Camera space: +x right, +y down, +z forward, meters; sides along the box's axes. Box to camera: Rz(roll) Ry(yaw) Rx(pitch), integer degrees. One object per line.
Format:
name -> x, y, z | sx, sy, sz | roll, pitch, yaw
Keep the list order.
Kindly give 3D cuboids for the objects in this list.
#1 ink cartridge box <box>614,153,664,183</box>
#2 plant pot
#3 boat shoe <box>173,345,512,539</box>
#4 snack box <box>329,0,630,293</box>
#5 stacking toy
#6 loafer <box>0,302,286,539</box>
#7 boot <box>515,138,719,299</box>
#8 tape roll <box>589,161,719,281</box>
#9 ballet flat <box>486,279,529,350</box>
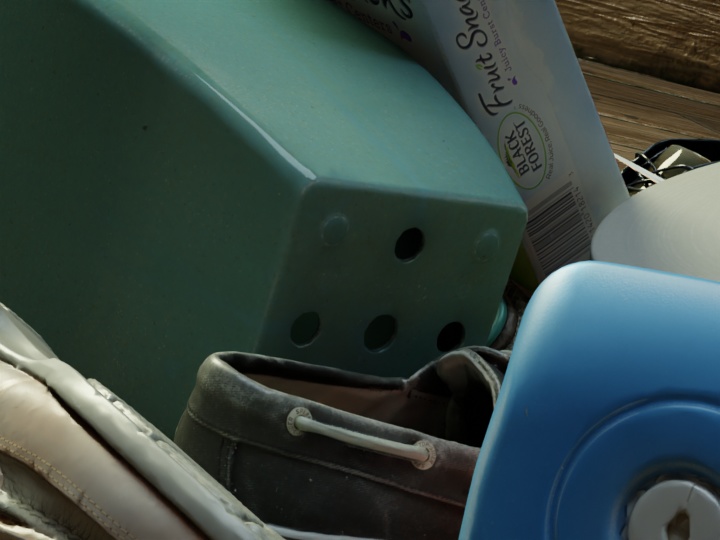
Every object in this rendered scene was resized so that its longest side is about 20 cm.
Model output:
ink cartridge box -> 0.201, 0.017, 0.917 | 0.200, 0.057, 0.163 | 21, 9, -19
plant pot -> -0.051, -0.020, 0.653 | 0.141, 0.142, 0.200 | 5, 19, -39
boat shoe -> 0.037, 0.057, 0.561 | 0.200, 0.064, 0.071 | 7, 14, -38
snack box -> 0.016, -0.099, 0.735 | 0.053, 0.200, 0.142 | -35, 34, -15
stacking toy -> 0.111, 0.075, 0.532 | 0.110, 0.116, 0.200 | 14, -4, 26
loafer -> -0.079, 0.054, 0.478 | 0.200, 0.063, 0.072 | 31, -13, 48
boot -> 0.130, -0.029, 1.023 | 0.200, 0.097, 0.075 | 6, 13, -38
tape roll -> 0.176, 0.001, 0.654 | 0.202, 0.037, 0.203 | -6, 19, 2
ballet flat -> 0.000, 0.000, 0.794 | 0.200, 0.068, 0.075 | 38, -10, 36
